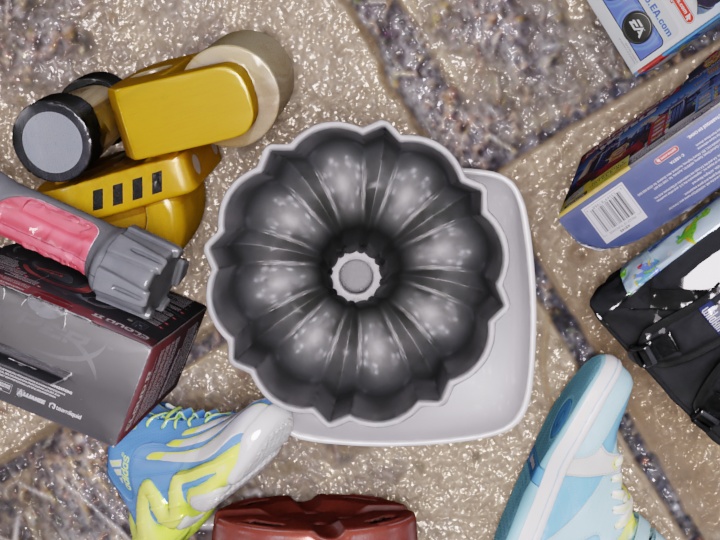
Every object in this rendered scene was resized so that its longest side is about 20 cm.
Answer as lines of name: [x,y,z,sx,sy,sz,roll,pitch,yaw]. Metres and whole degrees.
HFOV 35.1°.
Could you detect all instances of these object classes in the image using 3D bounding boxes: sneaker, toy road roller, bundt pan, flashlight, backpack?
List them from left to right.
flashlight: [-0.218,-0.027,0.750,0.199,0.068,0.068,24,73,9]
toy road roller: [-0.136,-0.078,0.823,0.199,0.123,0.147,-14,108,10]
sneaker: [-0.133,0.130,0.839,0.105,0.076,0.200,50,125,9]
bundt pan: [0.000,0.000,0.767,0.200,0.076,0.203,0,96,4]
sneaker: [0.187,0.169,0.849,0.130,0.080,0.201,23,107,3]
backpack: [0.290,0.002,0.801,0.163,0.154,0.200,43,119,0]

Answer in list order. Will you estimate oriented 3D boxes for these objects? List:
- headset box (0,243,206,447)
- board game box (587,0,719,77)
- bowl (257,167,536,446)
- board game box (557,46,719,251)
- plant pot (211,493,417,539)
headset box: [-0.205,0.044,0.797,0.148,0.200,0.075,22,97,0]
board game box: [0.214,-0.267,0.747,0.196,0.056,0.201,-34,85,38]
bowl: [0.028,0.024,0.844,0.198,0.075,0.201,-1,96,4]
board game box: [0.241,-0.099,0.774,0.200,0.200,0.062,-36,96,27]
plant pot: [-0.033,0.271,0.827,0.199,0.201,0.197,0,88,4]
